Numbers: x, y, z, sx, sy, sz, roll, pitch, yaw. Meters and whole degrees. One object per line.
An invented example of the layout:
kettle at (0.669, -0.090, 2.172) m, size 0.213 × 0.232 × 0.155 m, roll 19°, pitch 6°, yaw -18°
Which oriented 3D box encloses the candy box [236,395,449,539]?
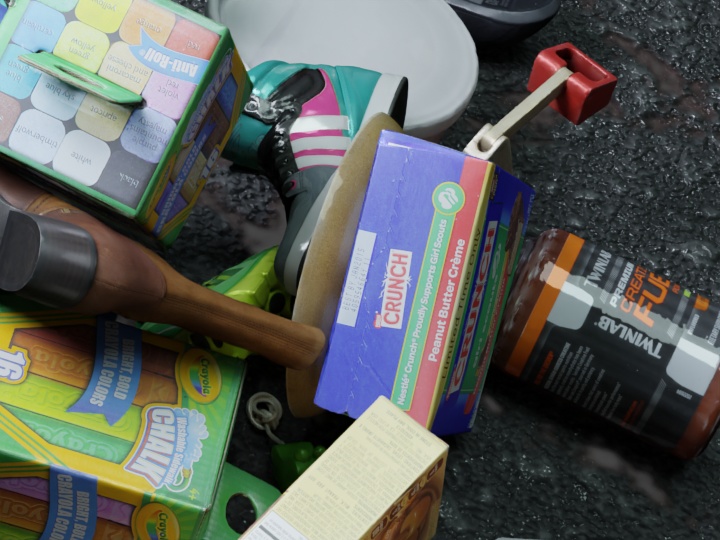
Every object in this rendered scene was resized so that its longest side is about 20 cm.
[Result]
candy box at (-0.036, 0.175, 1.285) m, size 0.055 × 0.116 × 0.200 m, roll 36°, pitch 64°, yaw 19°

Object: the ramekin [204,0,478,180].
ramekin at (-0.023, -0.139, 1.667) m, size 0.202 × 0.094 × 0.203 m, roll 12°, pitch 44°, yaw -12°

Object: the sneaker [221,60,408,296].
sneaker at (-0.051, -0.069, 1.492) m, size 0.120 × 0.084 × 0.200 m, roll 13°, pitch 44°, yaw 11°

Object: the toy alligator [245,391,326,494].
toy alligator at (-0.028, 0.137, 1.414) m, size 0.059 × 0.054 × 0.200 m, roll -3°, pitch 48°, yaw -26°

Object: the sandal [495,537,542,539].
sandal at (0.127, 0.200, 1.411) m, size 0.206 × 0.059 × 0.079 m, roll 14°, pitch 43°, yaw -9°

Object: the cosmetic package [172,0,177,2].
cosmetic package at (-0.173, -0.187, 1.575) m, size 0.082 × 0.200 × 0.051 m, roll 36°, pitch 44°, yaw 16°

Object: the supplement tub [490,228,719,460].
supplement tub at (0.157, 0.041, 1.550) m, size 0.200 × 0.107 × 0.107 m, roll 26°, pitch 43°, yaw 4°

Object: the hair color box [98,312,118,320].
hair color box at (-0.225, -0.056, 1.525) m, size 0.100 × 0.061 × 0.200 m, roll -2°, pitch 47°, yaw -25°

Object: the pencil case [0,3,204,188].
pencil case at (-0.191, -0.104, 1.483) m, size 0.200 × 0.078 × 0.087 m, roll 28°, pitch 70°, yaw 4°

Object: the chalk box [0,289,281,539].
chalk box at (-0.141, 0.116, 1.337) m, size 0.199 × 0.124 × 0.125 m, roll 16°, pitch 43°, yaw -6°

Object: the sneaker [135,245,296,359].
sneaker at (-0.099, 0.031, 1.472) m, size 0.083 × 0.074 × 0.200 m, roll 8°, pitch 21°, yaw 25°

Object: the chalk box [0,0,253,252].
chalk box at (-0.149, -0.102, 1.340) m, size 0.124 × 0.200 × 0.124 m, roll 26°, pitch 84°, yaw 5°

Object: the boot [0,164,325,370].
boot at (-0.140, -0.006, 1.348) m, size 0.200 × 0.069 × 0.188 m, roll 17°, pitch -1°, yaw -36°

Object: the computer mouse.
computer mouse at (0.061, -0.222, 1.822) m, size 0.199 × 0.053 × 0.139 m, roll 19°, pitch 40°, yaw 13°

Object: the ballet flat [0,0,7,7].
ballet flat at (-0.307, -0.230, 1.667) m, size 0.074 × 0.074 × 0.200 m, roll -3°, pitch 45°, yaw -25°

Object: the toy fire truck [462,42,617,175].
toy fire truck at (0.088, -0.066, 1.603) m, size 0.049 × 0.141 × 0.200 m, roll 39°, pitch 45°, yaw 18°

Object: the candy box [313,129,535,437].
candy box at (0.043, 0.012, 1.418) m, size 0.077 × 0.170 × 0.200 m, roll 15°, pitch 0°, yaw 13°

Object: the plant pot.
plant pot at (0.000, 0.000, 1.456) m, size 0.027 × 0.200 × 0.200 m, roll 15°, pitch 41°, yaw 12°
